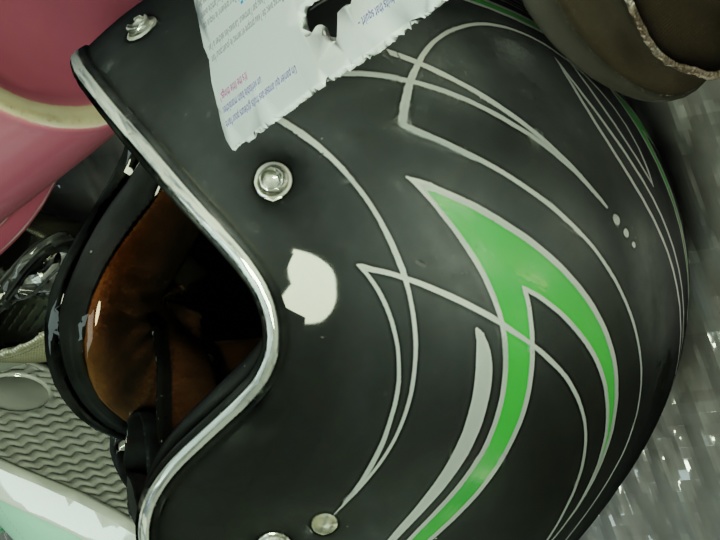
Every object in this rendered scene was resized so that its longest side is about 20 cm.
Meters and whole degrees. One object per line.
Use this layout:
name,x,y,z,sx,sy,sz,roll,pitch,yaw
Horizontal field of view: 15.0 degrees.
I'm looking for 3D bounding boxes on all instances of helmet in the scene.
helmet,0.000,0.000,0.812,0.200,0.200,0.191,30,111,31

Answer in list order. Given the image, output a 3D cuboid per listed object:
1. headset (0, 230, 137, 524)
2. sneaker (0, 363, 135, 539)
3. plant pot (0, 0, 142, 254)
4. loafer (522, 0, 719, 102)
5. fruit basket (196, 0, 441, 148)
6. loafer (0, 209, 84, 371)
headset,-0.063,0.075,0.958,0.200,0.094,0.124,56,177,-13
sneaker,-0.119,0.119,1.101,0.200,0.074,0.118,32,127,26
plant pot,-0.153,-0.091,0.912,0.179,0.200,0.200,-14,103,49
loafer,0.073,-0.124,0.728,0.071,0.073,0.200,5,139,36
fruit basket,-0.017,-0.144,0.640,0.185,0.094,0.200,152,103,-69
loafer,-0.146,0.002,1.050,0.200,0.070,0.075,-2,78,40
